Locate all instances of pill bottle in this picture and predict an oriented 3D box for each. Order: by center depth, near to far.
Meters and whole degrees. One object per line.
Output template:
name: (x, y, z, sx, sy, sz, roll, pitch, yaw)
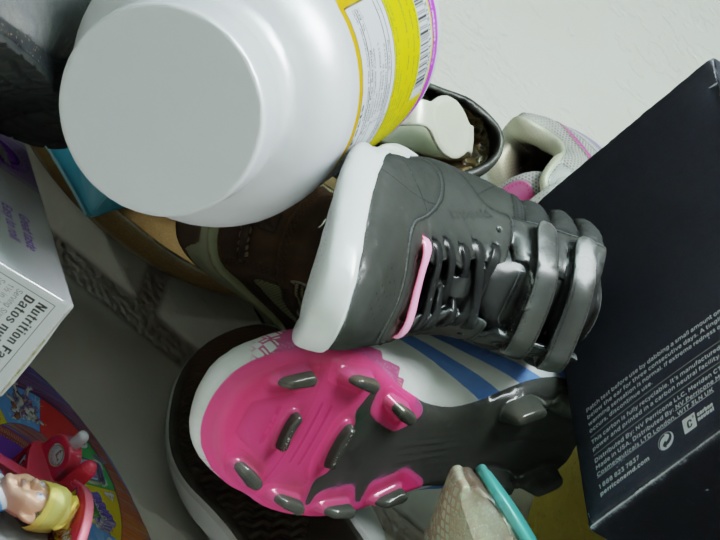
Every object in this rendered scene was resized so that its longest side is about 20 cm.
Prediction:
pill bottle: (-0.041, -0.075, 1.082, 0.104, 0.104, 0.200, 49, 20, 0)

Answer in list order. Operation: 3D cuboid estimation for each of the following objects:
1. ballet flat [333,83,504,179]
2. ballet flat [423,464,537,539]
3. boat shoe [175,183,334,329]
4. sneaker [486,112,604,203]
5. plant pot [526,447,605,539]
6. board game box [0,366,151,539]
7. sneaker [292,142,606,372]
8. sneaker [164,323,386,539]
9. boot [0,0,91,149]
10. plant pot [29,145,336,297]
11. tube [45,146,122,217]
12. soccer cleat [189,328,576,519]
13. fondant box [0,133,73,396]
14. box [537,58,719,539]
ballet flat: (-0.011, -0.073, 1.248, 0.200, 0.068, 0.068, 12, 78, -49)
ballet flat: (0.055, 0.135, 1.142, 0.067, 0.062, 0.200, 59, 3, 32)
boat shoe: (-0.002, 0.006, 1.241, 0.075, 0.075, 0.202, 21, -1, 27)
sneaker: (0.101, -0.003, 1.460, 0.088, 0.081, 0.200, 30, 26, -30)
plant pot: (0.153, 0.119, 1.310, 0.200, 0.142, 0.200, 35, 31, -25)
board game box: (-0.136, 0.073, 1.060, 0.158, 0.039, 0.200, 57, 29, 13)
sneaker: (0.037, 0.000, 1.072, 0.099, 0.071, 0.200, 21, 11, 6)
sneaker: (-0.026, 0.108, 1.172, 0.200, 0.073, 0.085, -111, -178, -47)
boot: (-0.132, -0.123, 1.086, 0.200, 0.070, 0.132, 28, 59, -74)
plant pot: (-0.088, -0.065, 1.312, 0.200, 0.027, 0.200, 35, 32, -26)
tube: (-0.072, -0.063, 1.265, 0.200, 0.050, 0.077, -11, 58, -53)
soccer cleat: (-0.001, 0.048, 1.125, 0.200, 0.070, 0.086, 7, 24, -46)
fondant box: (-0.204, -0.049, 1.056, 0.200, 0.058, 0.144, 35, 14, -27)
box: (0.182, 0.050, 1.174, 0.200, 0.104, 0.182, 32, 34, -29)
